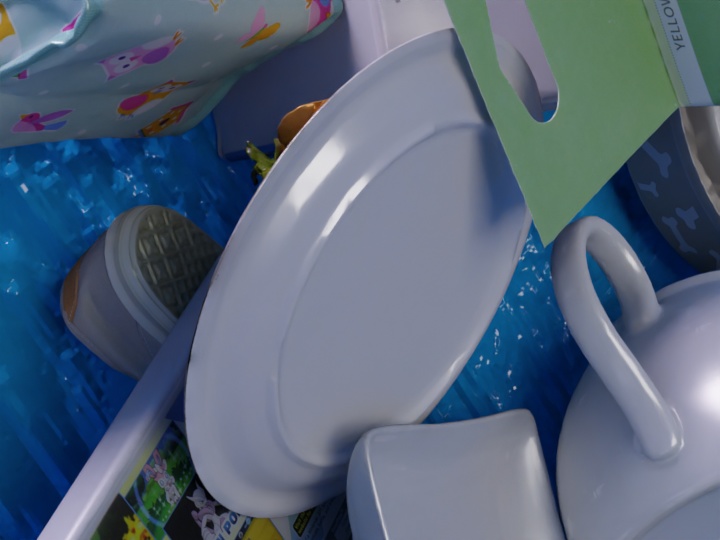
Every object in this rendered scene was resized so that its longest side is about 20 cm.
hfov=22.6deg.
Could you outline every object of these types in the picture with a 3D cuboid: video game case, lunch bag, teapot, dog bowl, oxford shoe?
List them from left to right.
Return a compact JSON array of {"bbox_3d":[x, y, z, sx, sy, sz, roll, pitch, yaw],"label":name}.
[{"bbox_3d":[-0.119,-0.152,0.644,0.170,0.122,0.200,-12,74,-60],"label":"lunch bag"},{"bbox_3d":[-0.053,0.046,0.762,0.200,0.058,0.075,46,37,-36],"label":"oxford shoe"},{"bbox_3d":[-0.041,0.121,0.688,0.183,0.022,0.200,58,40,-28],"label":"video game case"},{"bbox_3d":[0.172,0.066,0.845,0.197,0.200,0.146,-5,54,-11],"label":"teapot"},{"bbox_3d":[0.212,-0.079,0.917,0.200,0.059,0.201,8,76,-34],"label":"dog bowl"}]

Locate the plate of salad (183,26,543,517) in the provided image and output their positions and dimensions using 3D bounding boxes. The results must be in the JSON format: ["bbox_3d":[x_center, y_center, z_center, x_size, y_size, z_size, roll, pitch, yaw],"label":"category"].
[{"bbox_3d":[0.000,0.000,0.671,0.200,0.048,0.200,-38,144,-35],"label":"plate of salad"}]

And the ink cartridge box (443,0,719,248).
[{"bbox_3d":[0.114,-0.122,0.676,0.200,0.048,0.146,-46,123,-37],"label":"ink cartridge box"}]

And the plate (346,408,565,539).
[{"bbox_3d":[0.050,0.160,0.732,0.199,0.032,0.201,4,71,-68],"label":"plate"}]

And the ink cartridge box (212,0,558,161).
[{"bbox_3d":[0.047,-0.136,0.777,0.200,0.147,0.145,-12,93,-32],"label":"ink cartridge box"}]
